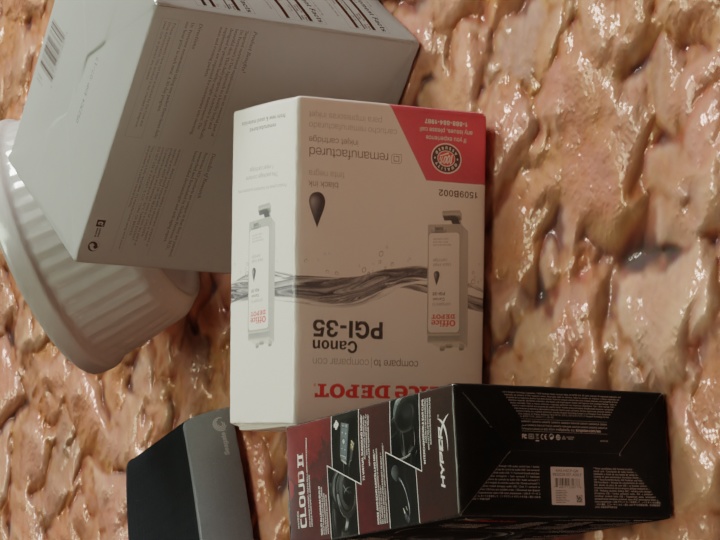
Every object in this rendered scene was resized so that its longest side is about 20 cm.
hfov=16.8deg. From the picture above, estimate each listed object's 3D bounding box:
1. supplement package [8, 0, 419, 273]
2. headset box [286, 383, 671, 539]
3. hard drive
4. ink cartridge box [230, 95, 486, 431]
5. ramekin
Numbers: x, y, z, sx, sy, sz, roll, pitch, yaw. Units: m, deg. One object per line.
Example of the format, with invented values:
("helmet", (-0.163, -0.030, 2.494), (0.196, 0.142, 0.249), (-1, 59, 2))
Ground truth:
("supplement package", (-0.102, -0.115, 1.647), (0.147, 0.199, 0.192), (51, 128, 48))
("headset box", (0.059, 0.118, 1.411), (0.200, 0.148, 0.078), (-18, 71, 57))
("hard drive", (-0.125, 0.214, 1.794), (0.135, 0.042, 0.201), (-35, 58, 51))
("ink cartridge box", (0.000, 0.000, 1.519), (0.083, 0.146, 0.202), (-6, 83, 58))
("ramekin", (-0.194, -0.033, 1.805), (0.094, 0.202, 0.203), (-24, 59, 10))
